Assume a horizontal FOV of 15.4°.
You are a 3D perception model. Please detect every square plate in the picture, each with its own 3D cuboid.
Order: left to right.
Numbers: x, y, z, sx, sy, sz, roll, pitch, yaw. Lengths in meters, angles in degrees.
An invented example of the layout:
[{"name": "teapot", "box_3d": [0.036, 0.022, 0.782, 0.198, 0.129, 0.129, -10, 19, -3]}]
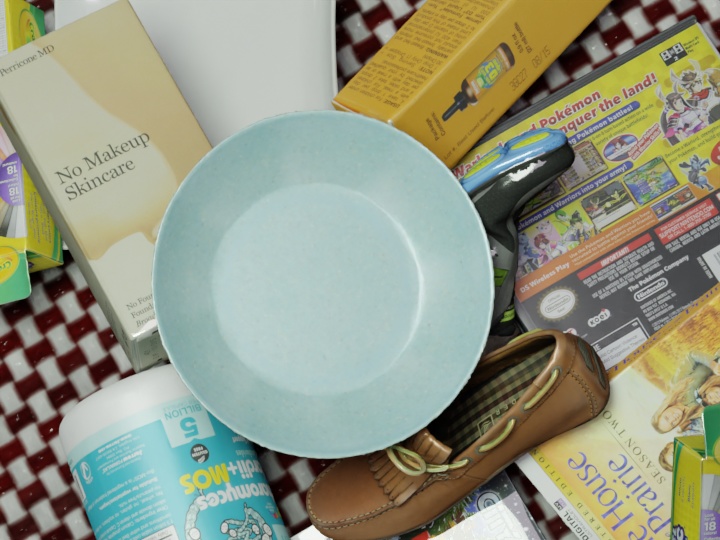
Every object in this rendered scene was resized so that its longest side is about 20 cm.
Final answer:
[{"name": "square plate", "box_3d": [-0.102, -0.117, 1.692, 0.197, 0.028, 0.201, -8, 70, 18]}]

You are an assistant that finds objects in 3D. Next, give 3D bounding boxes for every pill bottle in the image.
[{"name": "pill bottle", "box_3d": [-0.101, 0.164, 1.613, 0.110, 0.111, 0.201, -23, 77, 3]}]

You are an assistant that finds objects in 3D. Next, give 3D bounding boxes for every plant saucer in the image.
[{"name": "plant saucer", "box_3d": [-0.023, 0.009, 1.540, 0.200, 0.039, 0.202, 1, 83, -10]}]

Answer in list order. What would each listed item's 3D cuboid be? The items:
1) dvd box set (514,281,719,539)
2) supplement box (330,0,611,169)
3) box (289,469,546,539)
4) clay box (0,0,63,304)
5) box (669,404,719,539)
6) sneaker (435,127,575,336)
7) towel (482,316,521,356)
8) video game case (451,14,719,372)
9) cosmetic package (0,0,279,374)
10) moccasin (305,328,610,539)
[{"name": "dvd box set", "box_3d": [0.210, 0.101, 1.581, 0.200, 0.029, 0.146, -38, 96, 10]}, {"name": "supplement box", "box_3d": [0.076, -0.144, 1.646, 0.200, 0.067, 0.069, -47, 42, -17]}, {"name": "box", "box_3d": [0.065, 0.215, 1.615, 0.136, 0.038, 0.200, -31, 76, 1]}, {"name": "clay box", "box_3d": [-0.252, -0.065, 1.695, 0.115, 0.048, 0.201, -13, 74, 24]}, {"name": "box", "box_3d": [0.236, 0.167, 1.536, 0.117, 0.048, 0.201, -3, 106, -18]}, {"name": "sneaker", "box_3d": [0.070, -0.003, 1.596, 0.083, 0.071, 0.200, 36, 110, 4]}, {"name": "towel", "box_3d": [0.000, 0.000, 1.673, 0.133, 0.034, 0.200, -43, 77, -1]}, {"name": "video game case", "box_3d": [0.170, -0.035, 1.644, 0.200, 0.026, 0.181, -29, 76, -8]}, {"name": "cosmetic package", "box_3d": [-0.138, -0.052, 1.608, 0.105, 0.071, 0.200, -28, 74, -11]}, {"name": "moccasin", "box_3d": [0.049, 0.097, 1.566, 0.201, 0.078, 0.074, -27, 50, 24]}]
